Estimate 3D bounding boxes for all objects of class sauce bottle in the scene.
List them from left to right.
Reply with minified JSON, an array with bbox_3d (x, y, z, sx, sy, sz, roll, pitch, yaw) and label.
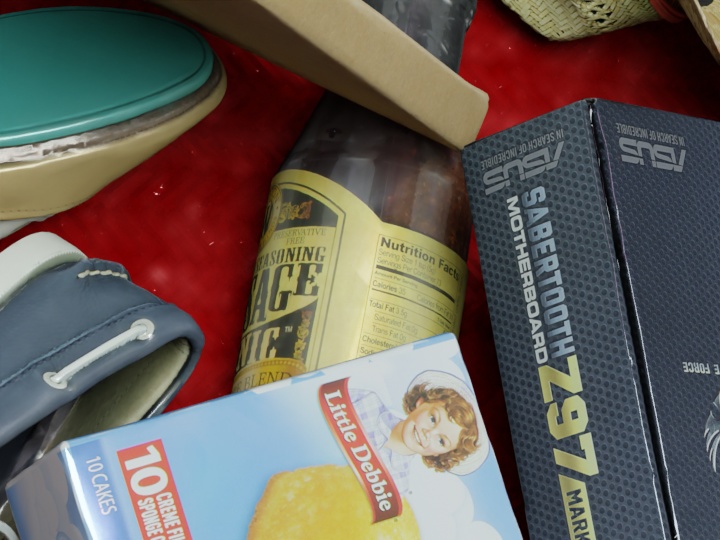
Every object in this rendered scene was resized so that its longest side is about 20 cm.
[{"bbox_3d":[0.000,0.000,0.867,0.066,0.066,0.200,14,68,-11],"label":"sauce bottle"}]

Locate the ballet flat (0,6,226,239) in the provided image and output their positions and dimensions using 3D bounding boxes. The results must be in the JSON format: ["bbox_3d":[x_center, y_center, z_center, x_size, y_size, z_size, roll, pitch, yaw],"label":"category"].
[{"bbox_3d":[-0.136,-0.031,0.841,0.199,0.063,0.069,-9,44,-18],"label":"ballet flat"}]

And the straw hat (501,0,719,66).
[{"bbox_3d":[0.073,-0.122,0.907,0.085,0.201,0.202,-17,75,22],"label":"straw hat"}]

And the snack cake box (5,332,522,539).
[{"bbox_3d":[-0.004,0.129,0.757,0.115,0.067,0.200,-15,82,-23],"label":"snack cake box"}]

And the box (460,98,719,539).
[{"bbox_3d":[0.119,0.041,0.843,0.200,0.051,0.158,7,69,-48],"label":"box"}]

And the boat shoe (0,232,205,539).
[{"bbox_3d":[-0.118,0.077,0.802,0.062,0.075,0.200,26,57,25],"label":"boat shoe"}]

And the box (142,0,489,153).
[{"bbox_3d":[-0.063,-0.091,0.777,0.163,0.200,0.021,27,89,21],"label":"box"}]
